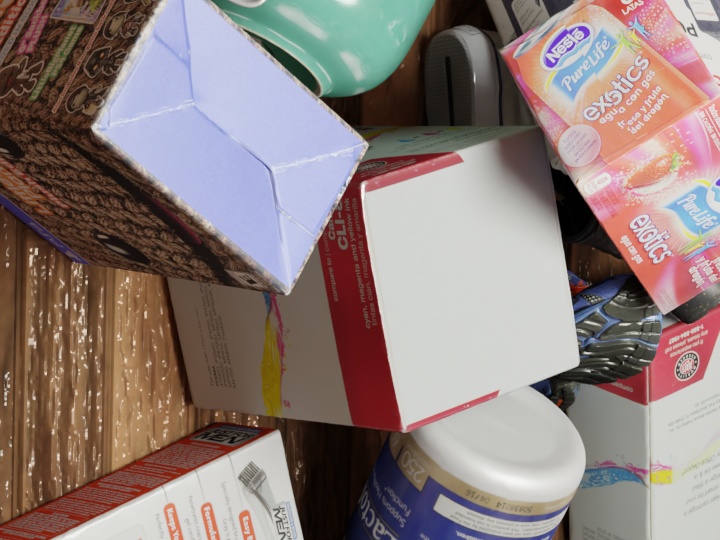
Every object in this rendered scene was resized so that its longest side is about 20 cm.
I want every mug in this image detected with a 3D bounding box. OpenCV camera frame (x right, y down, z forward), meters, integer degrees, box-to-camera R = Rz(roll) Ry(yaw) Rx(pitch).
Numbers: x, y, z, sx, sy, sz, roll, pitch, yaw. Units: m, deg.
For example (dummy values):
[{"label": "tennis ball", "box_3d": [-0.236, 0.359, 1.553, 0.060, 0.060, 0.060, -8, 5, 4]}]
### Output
[{"label": "mug", "box_3d": [-0.024, -0.160, 1.647, 0.185, 0.152, 0.115, 36, 72, -30]}]

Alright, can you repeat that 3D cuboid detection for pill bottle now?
[{"label": "pill bottle", "box_3d": [0.048, 0.167, 1.723, 0.115, 0.116, 0.201, -4, 129, -41]}]

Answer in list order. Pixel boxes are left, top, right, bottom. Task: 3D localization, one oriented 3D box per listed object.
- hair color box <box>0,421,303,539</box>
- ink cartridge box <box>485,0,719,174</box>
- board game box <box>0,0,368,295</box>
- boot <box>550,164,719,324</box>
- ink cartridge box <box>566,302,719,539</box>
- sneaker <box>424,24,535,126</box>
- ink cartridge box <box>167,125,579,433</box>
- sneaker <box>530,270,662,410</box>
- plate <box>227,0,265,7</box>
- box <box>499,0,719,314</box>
[{"label": "hair color box", "box_3d": [-0.126, 0.175, 1.653, 0.199, 0.064, 0.112, -23, 108, -36]}, {"label": "ink cartridge box", "box_3d": [0.160, -0.158, 1.789, 0.144, 0.084, 0.201, 7, 53, -41]}, {"label": "board game box", "box_3d": [-0.126, -0.077, 1.536, 0.159, 0.199, 0.097, 40, 70, -35]}, {"label": "boot", "box_3d": [0.172, -0.068, 1.836, 0.131, 0.070, 0.201, 34, 28, -27]}, {"label": "ink cartridge box", "box_3d": [0.211, 0.104, 1.906, 0.145, 0.083, 0.201, -21, 119, -38]}, {"label": "sneaker", "box_3d": [0.085, -0.053, 1.807, 0.070, 0.073, 0.201, -4, 97, -37]}, {"label": "ink cartridge box", "box_3d": [0.000, 0.000, 1.656, 0.145, 0.199, 0.146, -20, 104, -38]}, {"label": "sneaker", "box_3d": [0.125, 0.032, 1.787, 0.075, 0.200, 0.079, 10, 71, -22]}, {"label": "plate", "box_3d": [-0.092, -0.260, 1.575, 0.200, 0.199, 0.032, -61, 167, -12]}, {"label": "box", "box_3d": [0.164, -0.071, 1.624, 0.094, 0.103, 0.200, -32, 150, 6]}]
